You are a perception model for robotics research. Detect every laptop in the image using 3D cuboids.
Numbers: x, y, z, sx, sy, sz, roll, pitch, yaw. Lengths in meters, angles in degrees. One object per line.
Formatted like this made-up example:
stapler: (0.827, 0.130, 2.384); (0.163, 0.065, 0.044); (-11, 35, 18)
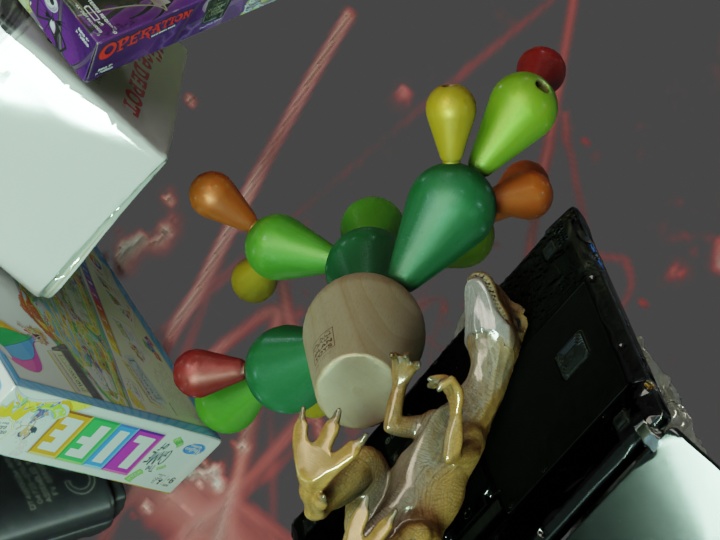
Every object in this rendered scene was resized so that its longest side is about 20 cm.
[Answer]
laptop: (0.079, 0.114, 0.999); (0.177, 0.103, 0.200); (-49, 31, 21)

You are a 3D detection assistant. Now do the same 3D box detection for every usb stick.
usb stick: (-0.188, 0.104, 1.099); (0.199, 0.033, 0.056); (-16, 57, -30)

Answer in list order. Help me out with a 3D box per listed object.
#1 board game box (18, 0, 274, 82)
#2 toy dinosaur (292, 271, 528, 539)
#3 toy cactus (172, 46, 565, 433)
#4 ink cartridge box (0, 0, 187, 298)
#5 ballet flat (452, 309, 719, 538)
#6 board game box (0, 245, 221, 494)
board game box: (-0.115, -0.171, 1.099); (0.120, 0.032, 0.200); (-25, 67, -37)
toy dinosaur: (0.008, 0.096, 0.971); (0.060, 0.106, 0.200); (31, 90, 26)
toy cactus: (0.000, 0.000, 1.066); (0.200, 0.102, 0.165); (-34, 19, 16)
ink cartridge box: (-0.168, -0.101, 1.114); (0.083, 0.200, 0.145); (-45, 15, 16)
ballet flat: (0.096, 0.069, 1.041); (0.072, 0.072, 0.200); (-40, 59, 3)
board game box: (-0.151, -0.004, 1.132); (0.034, 0.134, 0.200); (-45, 59, 16)
